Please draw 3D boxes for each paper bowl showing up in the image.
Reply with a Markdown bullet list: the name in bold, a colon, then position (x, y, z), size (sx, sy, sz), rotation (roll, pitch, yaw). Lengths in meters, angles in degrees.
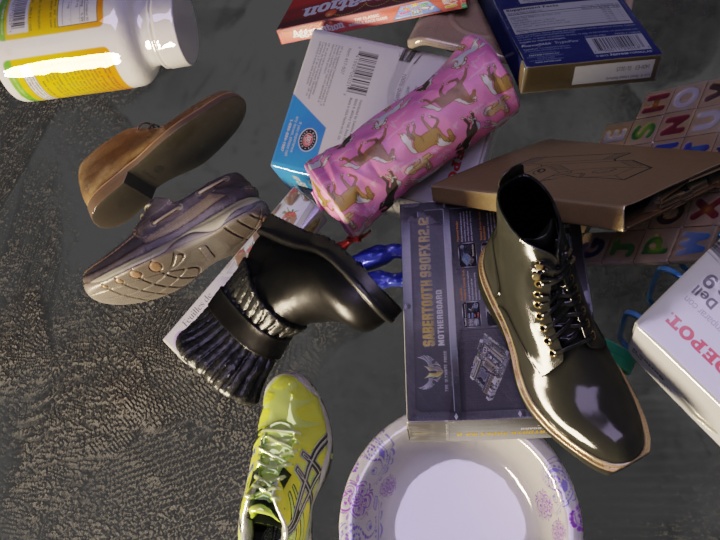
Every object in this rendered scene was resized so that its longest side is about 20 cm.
- **paper bowl**: position (0.085, 0.219, 0.753), size (0.196, 0.104, 0.205), rotation (-3, 73, 10)

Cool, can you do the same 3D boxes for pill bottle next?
- **pill bottle**: position (-0.277, -0.246, 0.938), size (0.196, 0.111, 0.113), rotation (-5, 74, 9)

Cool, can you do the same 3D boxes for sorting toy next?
- **sorting toy**: position (0.161, -0.249, 0.866), size (0.196, 0.037, 0.187), rotation (12, 48, 14)

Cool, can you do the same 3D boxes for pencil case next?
- **pencil case**: position (0.043, -0.115, 0.769), size (0.199, 0.087, 0.083), rotation (-38, 71, -1)

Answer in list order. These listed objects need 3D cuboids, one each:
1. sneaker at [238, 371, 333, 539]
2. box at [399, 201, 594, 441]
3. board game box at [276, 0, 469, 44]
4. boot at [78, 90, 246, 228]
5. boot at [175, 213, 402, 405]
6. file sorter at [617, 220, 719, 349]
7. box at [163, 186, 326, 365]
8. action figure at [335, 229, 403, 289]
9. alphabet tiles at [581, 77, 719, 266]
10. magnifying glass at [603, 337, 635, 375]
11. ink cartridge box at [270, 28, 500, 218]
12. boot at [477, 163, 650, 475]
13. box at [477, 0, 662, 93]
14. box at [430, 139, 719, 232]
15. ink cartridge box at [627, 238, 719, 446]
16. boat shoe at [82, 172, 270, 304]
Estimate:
- **sneaker**: position (-0.070, 0.192, 0.805), size (0.074, 0.076, 0.204), rotation (-1, 74, 12)
- **box**: position (0.113, 0.037, 0.740), size (0.155, 0.049, 0.204), rotation (-4, 62, 6)
- **board game box**: position (0.018, -0.278, 0.892), size (0.196, 0.020, 0.104), rotation (-5, 44, 23)
- **boot**: position (-0.211, -0.134, 0.922), size (0.198, 0.074, 0.076), rotation (-35, 62, 2)
- **boot**: position (-0.066, 0.049, 0.771), size (0.159, 0.079, 0.210), rotation (-54, 34, -8)
- **file sorter**: position (0.324, 0.010, 0.750), size (0.122, 0.139, 0.201), rotation (36, 84, 21)
- **box**: position (-0.112, 0.008, 0.879), size (0.039, 0.041, 0.201), rotation (39, 84, 17)
- **action figure**: position (0.000, 0.000, 0.847), size (0.197, 0.052, 0.067), rotation (-14, 71, 20)
- **alphabet tiles**: position (0.262, -0.088, 0.781), size (0.166, 0.008, 0.202), rotation (-2, 54, 54)
- **magnifying glass**: position (0.154, 0.048, 0.809), size (0.197, 0.080, 0.023), rotation (20, 82, 25)
- **ink cartridge box**: position (0.032, -0.134, 0.866), size (0.196, 0.084, 0.149), rotation (16, 80, 13)
- **boot**: position (0.142, 0.037, 0.630), size (0.077, 0.139, 0.202), rotation (-28, 64, -9)
- **box**: position (0.177, -0.233, 0.800), size (0.119, 0.033, 0.202), rotation (-6, 47, -5)
- **box**: position (0.181, -0.075, 0.730), size (0.198, 0.162, 0.022), rotation (16, 120, 50)
- **ink cartridge box**: position (0.311, 0.031, 0.626), size (0.200, 0.084, 0.146), rotation (-43, 68, -2)
- **boat shoe**: position (-0.187, -0.033, 0.894), size (0.197, 0.075, 0.074), rotation (-26, 62, -6)
